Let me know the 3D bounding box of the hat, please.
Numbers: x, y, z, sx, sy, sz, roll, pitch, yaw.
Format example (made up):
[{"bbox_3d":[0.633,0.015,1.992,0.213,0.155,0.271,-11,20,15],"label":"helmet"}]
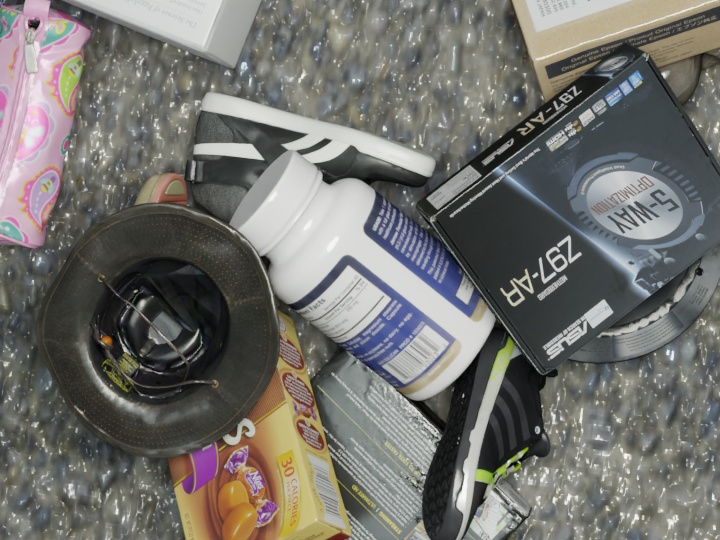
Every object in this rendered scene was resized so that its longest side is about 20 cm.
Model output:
[{"bbox_3d":[-0.143,0.039,1.388,0.200,0.081,0.201,3,103,13],"label":"hat"}]

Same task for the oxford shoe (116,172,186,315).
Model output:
[{"bbox_3d":[-0.202,0.006,1.465,0.074,0.071,0.201,27,99,21],"label":"oxford shoe"}]

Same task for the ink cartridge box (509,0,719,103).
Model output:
[{"bbox_3d":[0.186,-0.248,1.389,0.164,0.075,0.201,-20,64,7],"label":"ink cartridge box"}]

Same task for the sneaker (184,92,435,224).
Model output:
[{"bbox_3d":[-0.044,-0.066,1.456,0.199,0.073,0.112,16,94,16],"label":"sneaker"}]

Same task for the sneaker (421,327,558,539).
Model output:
[{"bbox_3d":[0.109,0.129,1.388,0.083,0.072,0.200,25,54,-8],"label":"sneaker"}]

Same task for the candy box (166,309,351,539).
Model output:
[{"bbox_3d":[-0.089,0.136,1.409,0.116,0.056,0.201,-28,58,19],"label":"candy box"}]

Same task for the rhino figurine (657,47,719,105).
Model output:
[{"bbox_3d":[0.221,-0.125,1.401,0.087,0.060,0.200,40,75,13],"label":"rhino figurine"}]

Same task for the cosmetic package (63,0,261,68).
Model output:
[{"bbox_3d":[-0.164,-0.293,1.444,0.199,0.123,0.201,23,91,7],"label":"cosmetic package"}]

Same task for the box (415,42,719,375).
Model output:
[{"bbox_3d":[0.165,-0.044,1.339,0.200,0.044,0.160,-37,112,-1],"label":"box"}]

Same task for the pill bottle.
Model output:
[{"bbox_3d":[0.000,0.000,1.387,0.200,0.111,0.111,38,94,-15],"label":"pill bottle"}]

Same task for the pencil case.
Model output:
[{"bbox_3d":[-0.277,-0.120,1.476,0.087,0.087,0.201,15,92,7],"label":"pencil case"}]

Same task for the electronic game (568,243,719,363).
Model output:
[{"bbox_3d":[0.188,-0.026,1.434,0.199,0.042,0.201,-1,80,7],"label":"electronic game"}]

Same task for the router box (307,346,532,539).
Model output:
[{"bbox_3d":[0.015,0.175,1.449,0.200,0.051,0.149,44,96,6],"label":"router box"}]
